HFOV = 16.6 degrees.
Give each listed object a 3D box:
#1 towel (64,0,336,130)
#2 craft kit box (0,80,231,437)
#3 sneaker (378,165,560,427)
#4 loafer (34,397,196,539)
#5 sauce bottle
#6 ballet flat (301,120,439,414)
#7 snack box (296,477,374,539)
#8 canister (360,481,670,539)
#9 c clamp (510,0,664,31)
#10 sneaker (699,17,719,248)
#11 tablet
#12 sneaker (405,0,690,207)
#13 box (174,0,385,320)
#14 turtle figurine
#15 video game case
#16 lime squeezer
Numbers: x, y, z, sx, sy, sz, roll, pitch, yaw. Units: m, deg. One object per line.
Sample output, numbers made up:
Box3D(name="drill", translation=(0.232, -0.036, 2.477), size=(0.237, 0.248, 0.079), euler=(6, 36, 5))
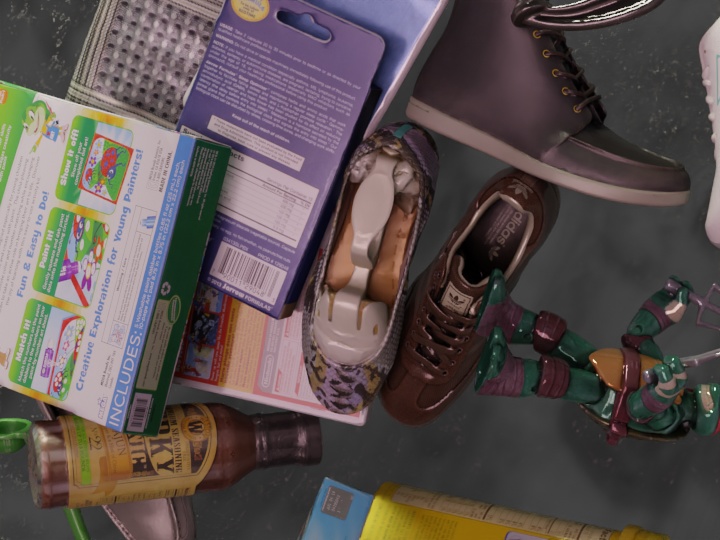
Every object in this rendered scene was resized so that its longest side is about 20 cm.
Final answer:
Box3D(name="towel", translation=(-0.102, -0.129, 1.696), size=(0.199, 0.035, 0.194), euler=(26, 103, 13))
Box3D(name="craft kit box", translation=(-0.193, -0.010, 1.657), size=(0.196, 0.048, 0.202), euler=(17, 93, 35))
Box3D(name="sneaker", translation=(0.061, 0.017, 1.638), size=(0.070, 0.075, 0.201), euler=(31, 104, 12))
Box3D(name="loafer", translation=(-0.183, 0.118, 1.729), size=(0.070, 0.070, 0.201), euler=(-34, 85, 18))
Box3D(name="sauce bottle", translation=(-0.126, 0.122, 1.677), size=(0.198, 0.065, 0.065), euler=(-7, 95, -15))
Box3D(name="ballet flat", translation=(0.000, 0.000, 1.618), size=(0.072, 0.072, 0.202), euler=(17, 98, 15))
Box3D(name="snack box", translation=(-0.037, 0.217, 1.611), size=(0.037, 0.200, 0.117), euler=(20, 70, 0))
Box3D(name="canister", translation=(0.091, 0.225, 1.622), size=(0.198, 0.087, 0.149), euler=(11, 61, 19))
Box3D(name="c clamp", translation=(0.113, -0.233, 1.593), size=(0.170, 0.027, 0.201), euler=(-24, 68, 1))
Box3D(name="sneaker", translation=(0.253, -0.113, 1.574), size=(0.080, 0.070, 0.202), euler=(20, 96, 24))
Box3D(name="tablet", translation=(-0.024, -0.160, 1.643), size=(0.130, 0.014, 0.201), euler=(34, 104, 13))
Box3D(name="sneaker", translation=(0.133, -0.115, 1.602), size=(0.199, 0.075, 0.107), euler=(22, 102, 15))
Box3D(name="box", translation=(-0.065, -0.083, 1.640), size=(0.120, 0.032, 0.201), euler=(25, 102, 15))
Box3D(name="turtle figurine", translation=(0.173, 0.062, 1.565), size=(0.198, 0.150, 0.101), euler=(13, 107, -7))
Box3D(name="video game case", translation=(-0.077, 0.015, 1.681), size=(0.198, 0.017, 0.144), euler=(12, 97, 12))
Box3D(name="lime squeezer", translation=(-0.244, 0.136, 1.776), size=(0.200, 0.038, 0.071), euler=(39, 137, 10))
